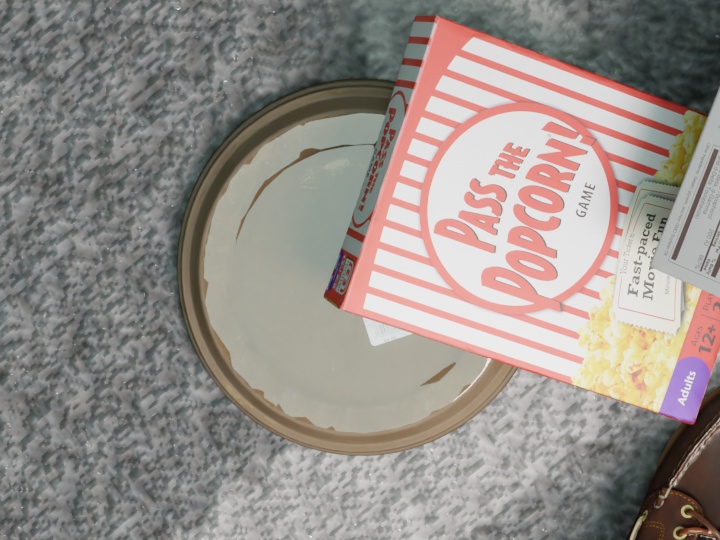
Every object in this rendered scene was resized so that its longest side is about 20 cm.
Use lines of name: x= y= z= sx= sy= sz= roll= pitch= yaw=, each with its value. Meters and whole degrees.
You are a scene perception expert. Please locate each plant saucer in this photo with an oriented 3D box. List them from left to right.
plant saucer: x=0.000 y=0.000 z=1.036 sx=0.198 sy=0.029 sz=0.203 roll=0 pitch=95 yaw=1

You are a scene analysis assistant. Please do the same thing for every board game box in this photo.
board game box: x=0.099 y=-0.025 z=0.995 sx=0.198 sy=0.046 sz=0.153 roll=17 pitch=93 yaw=-14

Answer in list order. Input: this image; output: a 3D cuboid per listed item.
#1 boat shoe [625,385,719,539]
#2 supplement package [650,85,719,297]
boat shoe: x=0.171 y=0.151 z=1.023 sx=0.070 sy=0.070 sz=0.201 roll=27 pitch=95 yaw=1
supplement package: x=0.255 y=-0.064 z=0.940 sx=0.110 sy=0.155 sz=0.202 roll=27 pitch=98 yaw=41
